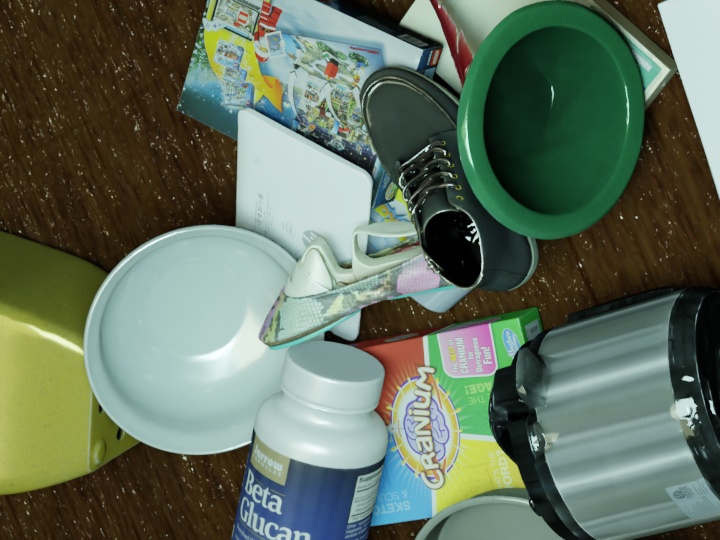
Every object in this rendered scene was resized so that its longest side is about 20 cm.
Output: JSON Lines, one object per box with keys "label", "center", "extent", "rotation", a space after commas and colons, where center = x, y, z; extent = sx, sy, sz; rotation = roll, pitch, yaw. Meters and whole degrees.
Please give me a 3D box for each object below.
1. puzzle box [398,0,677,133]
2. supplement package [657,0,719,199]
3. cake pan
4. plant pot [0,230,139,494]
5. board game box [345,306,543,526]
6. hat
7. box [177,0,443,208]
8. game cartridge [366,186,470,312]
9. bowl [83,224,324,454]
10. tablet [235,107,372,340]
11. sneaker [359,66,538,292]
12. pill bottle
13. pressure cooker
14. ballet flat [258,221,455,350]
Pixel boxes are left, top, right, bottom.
{"label": "puzzle box", "center": [0.134, -0.171, 1.660], "extent": [0.200, 0.025, 0.133], "rotation": [44, 118, 13]}
{"label": "supplement package", "center": [0.337, -0.151, 1.504], "extent": [0.199, 0.111, 0.156], "rotation": [-17, 93, 30]}
{"label": "cake pan", "center": [0.136, 0.259, 1.728], "extent": [0.199, 0.037, 0.201], "rotation": [11, 121, 19]}
{"label": "plant pot", "center": [-0.291, 0.088, 1.868], "extent": [0.199, 0.194, 0.196], "rotation": [10, 106, 20]}
{"label": "board game box", "center": [0.070, 0.123, 1.756], "extent": [0.199, 0.040, 0.154], "rotation": [-13, 95, 30]}
{"label": "hat", "center": [0.105, -0.129, 1.642], "extent": [0.176, 0.165, 0.201], "rotation": [9, 84, 60]}
{"label": "box", "center": [-0.043, -0.154, 1.716], "extent": [0.200, 0.038, 0.137], "rotation": [27, 114, 22]}
{"label": "game cartridge", "center": [0.040, -0.071, 1.731], "extent": [0.133, 0.040, 0.200], "rotation": [-43, 80, 33]}
{"label": "bowl", "center": [-0.135, 0.044, 1.781], "extent": [0.200, 0.090, 0.202], "rotation": [-4, 111, -11]}
{"label": "tablet", "center": [-0.050, -0.035, 1.749], "extent": [0.130, 0.014, 0.200], "rotation": [29, 143, 20]}
{"label": "sneaker", "center": [0.056, -0.073, 1.592], "extent": [0.075, 0.106, 0.200], "rotation": [-40, 77, 18]}
{"label": "pill bottle", "center": [-0.039, 0.164, 1.738], "extent": [0.111, 0.111, 0.201], "rotation": [20, 111, 23]}
{"label": "pressure cooker", "center": [0.199, 0.114, 1.604], "extent": [0.199, 0.179, 0.177], "rotation": [-19, 95, 30]}
{"label": "ballet flat", "center": [0.000, 0.000, 1.692], "extent": [0.199, 0.069, 0.071], "rotation": [-19, 114, 18]}
